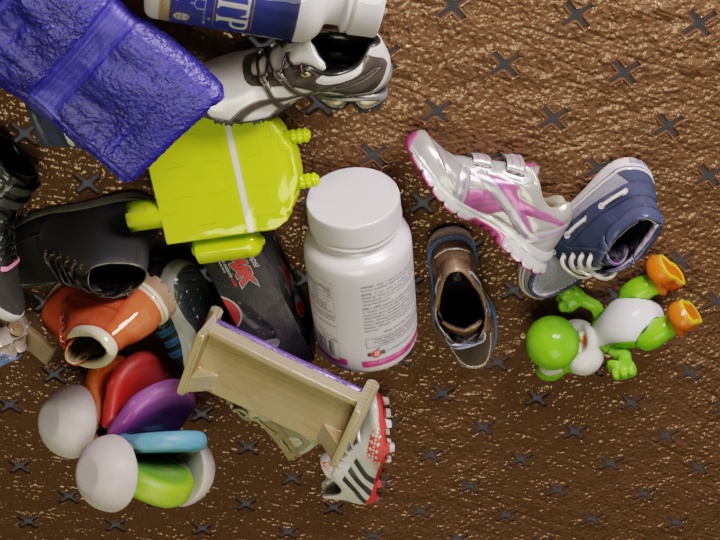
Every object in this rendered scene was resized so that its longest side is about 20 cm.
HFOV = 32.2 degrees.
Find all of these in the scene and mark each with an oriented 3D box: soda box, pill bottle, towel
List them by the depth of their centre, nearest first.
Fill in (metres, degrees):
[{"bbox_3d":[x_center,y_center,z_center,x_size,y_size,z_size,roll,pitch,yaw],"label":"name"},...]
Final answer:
[{"bbox_3d":[-0.078,-0.259,1.062,0.199,0.120,0.120,7,132,-8],"label":"pill bottle"},{"bbox_3d":[-0.235,-0.171,1.084,0.200,0.050,0.147,37,126,-24],"label":"towel"},{"bbox_3d":[0.000,0.000,1.303,0.113,0.114,0.201,-3,133,2],"label":"pill bottle"},{"bbox_3d":[-0.111,0.018,1.352,0.070,0.064,0.201,-13,131,11],"label":"soda box"}]

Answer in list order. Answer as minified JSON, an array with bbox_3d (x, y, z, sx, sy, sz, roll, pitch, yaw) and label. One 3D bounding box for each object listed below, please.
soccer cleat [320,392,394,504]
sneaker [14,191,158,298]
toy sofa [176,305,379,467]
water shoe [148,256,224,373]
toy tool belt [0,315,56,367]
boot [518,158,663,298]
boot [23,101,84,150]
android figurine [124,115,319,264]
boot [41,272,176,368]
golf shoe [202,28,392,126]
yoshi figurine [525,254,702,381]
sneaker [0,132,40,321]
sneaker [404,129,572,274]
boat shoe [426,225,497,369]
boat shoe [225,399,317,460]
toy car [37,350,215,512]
[{"bbox_3d":[-0.006,0.223,1.539,0.085,0.069,0.201,0,137,-7],"label":"soccer cleat"},{"bbox_3d":[-0.305,-0.010,1.294,0.199,0.107,0.075,-20,130,16],"label":"sneaker"},{"bbox_3d":[-0.085,0.116,1.332,0.199,0.098,0.083,25,119,3],"label":"toy sofa"},{"bbox_3d":[-0.203,0.053,1.394,0.079,0.072,0.201,19,141,23],"label":"water shoe"},{"bbox_3d":[-0.442,0.093,1.378,0.199,0.125,0.123,-28,119,23],"label":"toy tool belt"},{"bbox_3d":[0.233,-0.020,1.292,0.072,0.091,0.200,21,129,-19],"label":"boot"},{"bbox_3d":[-0.282,-0.198,1.152,0.090,0.073,0.201,4,124,21],"label":"boot"},{"bbox_3d":[-0.141,-0.096,1.222,0.199,0.041,0.183,-10,107,10],"label":"android figurine"},{"bbox_3d":[-0.295,0.057,1.325,0.199,0.107,0.075,-7,122,45],"label":"boot"},{"bbox_3d":[-0.070,-0.189,1.143,0.199,0.078,0.095,-8,156,-5],"label":"golf shoe"},{"bbox_3d":[0.264,0.064,1.379,0.199,0.113,0.112,-32,110,28],"label":"yoshi figurine"},{"bbox_3d":[-0.360,-0.047,1.252,0.099,0.071,0.201,-17,105,14],"label":"sneaker"},{"bbox_3d":[0.132,-0.086,1.257,0.200,0.081,0.088,35,100,-19],"label":"sneaker"},{"bbox_3d":[0.109,0.048,1.375,0.072,0.073,0.201,-12,131,10],"label":"boat shoe"},{"bbox_3d":[-0.116,0.165,1.461,0.063,0.073,0.201,-43,138,6],"label":"boat shoe"},{"bbox_3d":[-0.248,0.174,1.414,0.175,0.200,0.150,10,117,-51],"label":"toy car"}]
